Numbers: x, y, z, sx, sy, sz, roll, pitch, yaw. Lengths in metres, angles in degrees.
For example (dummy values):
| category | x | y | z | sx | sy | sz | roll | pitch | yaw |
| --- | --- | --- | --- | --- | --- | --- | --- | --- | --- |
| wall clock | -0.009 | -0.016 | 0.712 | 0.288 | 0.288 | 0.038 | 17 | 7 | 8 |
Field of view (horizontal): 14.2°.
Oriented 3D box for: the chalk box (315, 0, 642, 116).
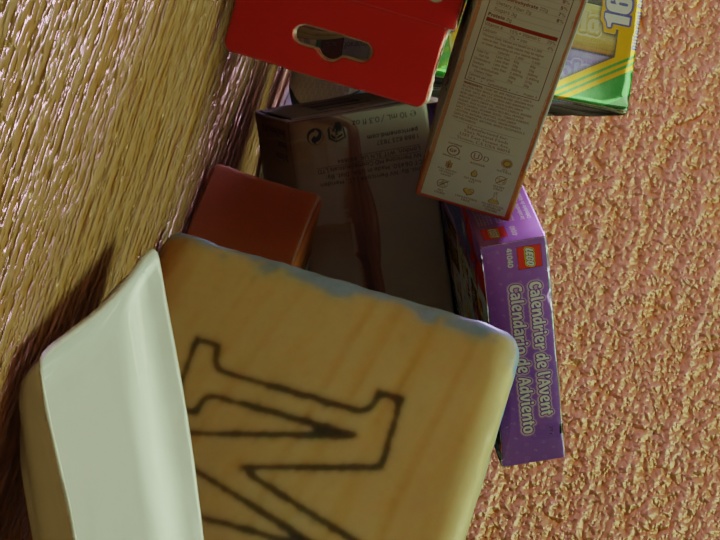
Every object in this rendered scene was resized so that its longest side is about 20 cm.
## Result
| category | x | y | z | sx | sy | sz | roll | pitch | yaw |
| --- | --- | --- | --- | --- | --- | --- | --- | --- | --- |
| chalk box | 0.055 | -0.168 | 1.715 | 0.124 | 0.200 | 0.124 | 7 | -93 | 55 |

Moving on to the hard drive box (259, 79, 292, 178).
| category | x | y | z | sx | sy | sz | roll | pitch | yaw |
| --- | --- | --- | --- | --- | --- | --- | --- | --- | --- |
| hard drive box | -0.010 | -0.094 | 1.930 | 0.156 | 0.077 | 0.200 | 103 | 5 | -51 |

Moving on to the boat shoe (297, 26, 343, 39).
| category | x | y | z | sx | sy | sz | roll | pitch | yaw |
| --- | --- | --- | --- | --- | --- | --- | --- | --- | --- |
| boat shoe | 0.035 | -0.192 | 1.586 | 0.200 | 0.071 | 0.065 | -29 | 170 | -23 |

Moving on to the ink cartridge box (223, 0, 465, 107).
| category | x | y | z | sx | sy | sz | roll | pitch | yaw |
| --- | --- | --- | --- | --- | --- | --- | --- | --- | --- |
| ink cartridge box | 0.011 | -0.196 | 1.467 | 0.067 | 0.116 | 0.200 | -67 | 174 | -78 |

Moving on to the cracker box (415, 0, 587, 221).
| category | x | y | z | sx | sy | sz | roll | pitch | yaw |
| --- | --- | --- | --- | --- | --- | --- | --- | --- | --- |
| cracker box | 0.086 | -0.145 | 1.507 | 0.134 | 0.058 | 0.200 | -74 | -178 | -47 |

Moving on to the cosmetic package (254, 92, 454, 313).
| category | x | y | z | sx | sy | sz | roll | pitch | yaw |
| --- | --- | --- | --- | --- | --- | --- | --- | --- | --- |
| cosmetic package | 0.000 | 0.000 | 1.700 | 0.103 | 0.087 | 0.200 | -160 | -120 | -75 |

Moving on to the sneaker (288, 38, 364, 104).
| category | x | y | z | sx | sy | sz | roll | pitch | yaw |
| --- | --- | --- | --- | --- | --- | --- | --- | --- | --- |
| sneaker | -0.007 | -0.177 | 1.797 | 0.088 | 0.075 | 0.200 | 49 | 54 | -66 |

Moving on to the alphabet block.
| category | x | y | z | sx | sy | sz | roll | pitch | yaw |
| --- | --- | --- | --- | --- | --- | --- | --- | --- | --- |
| alphabet block | -0.042 | 0.132 | 1.507 | 0.195 | 0.196 | 0.200 | 97 | 10 | -60 |

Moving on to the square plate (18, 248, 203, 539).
| category | x | y | z | sx | sy | sz | roll | pitch | yaw |
| --- | --- | --- | --- | --- | --- | --- | --- | --- | --- |
| square plate | -0.108 | 0.109 | 1.268 | 0.198 | 0.028 | 0.200 | -53 | 137 | -73 |

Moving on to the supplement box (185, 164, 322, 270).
| category | x | y | z | sx | sy | sz | roll | pitch | yaw |
| --- | --- | --- | --- | --- | --- | --- | --- | --- | --- |
| supplement box | -0.071 | 0.031 | 1.643 | 0.200 | 0.066 | 0.069 | 100 | 7 | -54 |

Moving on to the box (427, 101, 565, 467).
| category | x | y | z | sx | sy | sz | roll | pitch | yaw |
| --- | --- | --- | --- | --- | --- | --- | --- | --- | --- |
| box | 0.074 | 0.002 | 1.632 | 0.200 | 0.039 | 0.137 | -107 | -171 | -63 |

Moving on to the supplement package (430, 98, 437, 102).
| category | x | y | z | sx | sy | sz | roll | pitch | yaw |
| --- | --- | --- | --- | --- | --- | --- | --- | --- | --- |
| supplement package | 0.105 | -0.207 | 2.912 | 0.156 | 0.111 | 0.200 | 99 | 8 | -62 |
